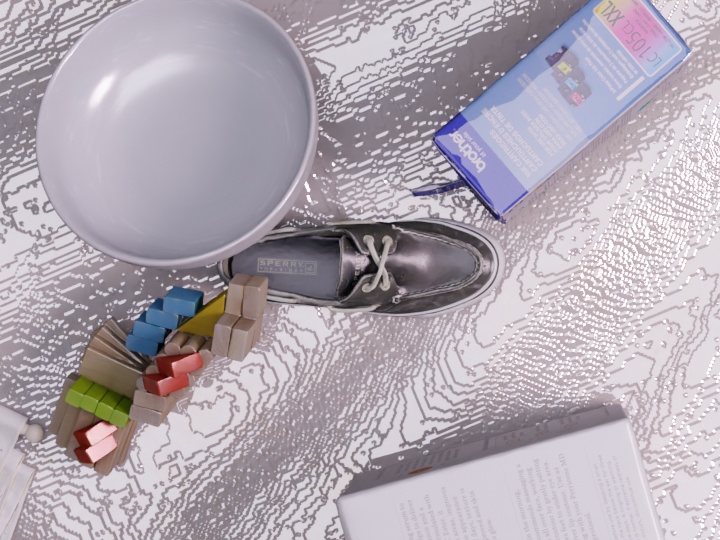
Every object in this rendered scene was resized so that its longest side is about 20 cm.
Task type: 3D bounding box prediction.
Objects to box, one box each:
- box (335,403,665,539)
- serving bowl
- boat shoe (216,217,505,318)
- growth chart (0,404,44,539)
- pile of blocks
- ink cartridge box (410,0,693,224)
[{"bbox_3d":[0.097,0.169,1.640,0.200,0.152,0.106,-16,90,4],"label":"box"},{"bbox_3d":[-0.120,-0.089,1.686,0.200,0.066,0.200,-4,71,12],"label":"serving bowl"},{"bbox_3d":[0.000,0.000,1.690,0.200,0.064,0.071,-2,90,4],"label":"boat shoe"},{"bbox_3d":[-0.308,0.174,1.736,0.145,0.018,0.200,15,90,5],"label":"growth chart"},{"bbox_3d":[-0.148,0.067,1.673,0.200,0.062,0.082,-41,96,21],"label":"pile of blocks"},{"bbox_3d":[0.124,-0.102,1.645,0.200,0.136,0.076,-42,86,3],"label":"ink cartridge box"}]
